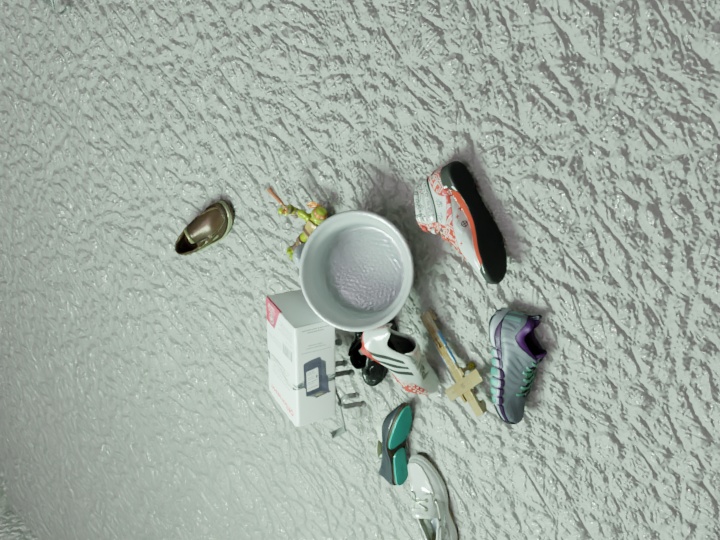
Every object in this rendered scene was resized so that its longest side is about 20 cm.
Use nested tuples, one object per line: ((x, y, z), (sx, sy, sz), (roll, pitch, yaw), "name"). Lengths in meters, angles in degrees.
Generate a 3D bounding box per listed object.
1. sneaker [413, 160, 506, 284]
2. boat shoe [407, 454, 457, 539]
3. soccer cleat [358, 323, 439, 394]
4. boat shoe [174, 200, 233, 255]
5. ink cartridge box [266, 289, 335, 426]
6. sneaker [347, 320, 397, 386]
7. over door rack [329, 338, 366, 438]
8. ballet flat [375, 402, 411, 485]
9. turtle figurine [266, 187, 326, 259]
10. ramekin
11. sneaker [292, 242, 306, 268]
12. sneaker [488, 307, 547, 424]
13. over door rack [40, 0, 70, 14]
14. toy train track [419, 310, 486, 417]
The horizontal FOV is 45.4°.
((0.156, -0.065, 1.379), (0.107, 0.067, 0.204), (-24, 89, 50), "sneaker")
((0.131, 0.461, 1.679), (0.070, 0.069, 0.203), (-12, 101, 49), "boat shoe")
((0.084, 0.157, 1.514), (0.084, 0.069, 0.199), (-26, 128, 38), "soccer cleat")
((-0.345, -0.082, 1.870), (0.075, 0.074, 0.202), (57, 139, 5), "boat shoe")
((-0.110, 0.159, 1.579), (0.145, 0.083, 0.204), (39, 134, 55), "ink cartridge box")
((0.012, 0.158, 1.613), (0.060, 0.104, 0.202), (37, 133, 24), "sneaker")
((-0.046, 0.220, 1.690), (0.201, 0.065, 0.150), (105, 147, -59), "over door rack")
((0.059, 0.335, 1.689), (0.072, 0.073, 0.203), (24, 129, 34), "ballet flat")
((-0.095, -0.076, 1.623), (0.198, 0.065, 0.162), (29, 141, 3), "turtle figurine")
((0.000, 0.000, 1.485), (0.196, 0.098, 0.205), (0, 91, 10), "ramekin")
((-0.065, 0.038, 1.618), (0.199, 0.076, 0.113), (41, 145, -13), "sneaker")
((0.260, 0.163, 1.391), (0.086, 0.074, 0.204), (5, 114, 38), "sneaker")
((-0.726, -0.693, 1.927), (0.147, 0.066, 0.202), (36, 153, 27), "over door rack")
((0.169, 0.159, 1.513), (0.202, 0.032, 0.115), (60, 146, 11), "toy train track")
